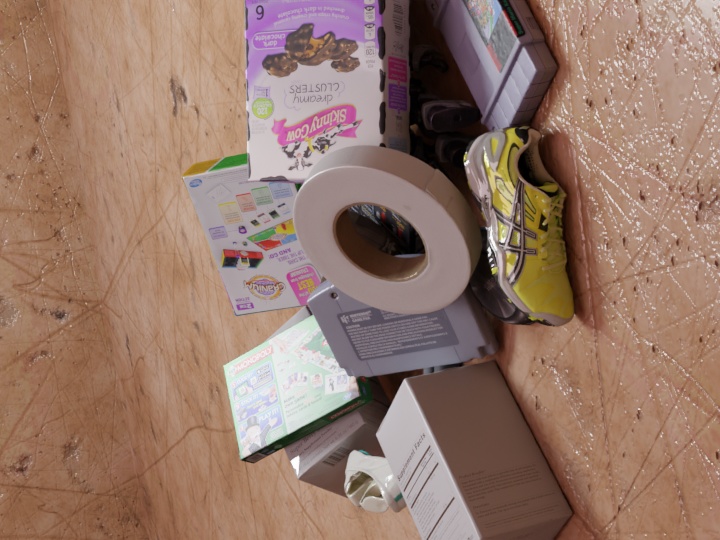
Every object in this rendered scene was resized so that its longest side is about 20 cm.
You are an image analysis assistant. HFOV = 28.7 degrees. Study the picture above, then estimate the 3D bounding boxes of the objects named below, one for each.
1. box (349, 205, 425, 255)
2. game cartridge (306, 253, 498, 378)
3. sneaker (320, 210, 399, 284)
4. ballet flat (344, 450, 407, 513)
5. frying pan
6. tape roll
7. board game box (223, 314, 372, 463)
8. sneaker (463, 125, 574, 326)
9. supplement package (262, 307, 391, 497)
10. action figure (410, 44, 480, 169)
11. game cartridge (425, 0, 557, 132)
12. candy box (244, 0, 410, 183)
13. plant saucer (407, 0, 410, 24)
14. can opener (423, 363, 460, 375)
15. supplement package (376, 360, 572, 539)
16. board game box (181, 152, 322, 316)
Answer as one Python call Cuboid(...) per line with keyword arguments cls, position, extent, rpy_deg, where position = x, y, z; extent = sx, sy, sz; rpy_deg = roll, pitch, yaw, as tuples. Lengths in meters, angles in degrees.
Cuboid(cls="box", position=(0.005, -0.111, 1.597), extent=(0.200, 0.050, 0.158), rpy_deg=(46, 165, 18))
Cuboid(cls="game cartridge", position=(0.044, 0.049, 1.567), extent=(0.198, 0.041, 0.134), rpy_deg=(-11, 121, 31))
Cuboid(cls="sneaker", position=(0.000, 0.000, 1.643), extent=(0.075, 0.071, 0.200), rpy_deg=(26, 162, 6))
Cuboid(cls="ballet flat", position=(0.016, 0.254, 1.671), extent=(0.200, 0.069, 0.070), rpy_deg=(167, 90, -69))
Cuboid(cls="frying pan", position=(0.130, -0.025, 1.451), extent=(0.114, 0.031, 0.192), rpy_deg=(3, 121, 59))
Cuboid(cls="tape roll", position=(0.027, -0.040, 1.445), extent=(0.200, 0.037, 0.204), rpy_deg=(17, 138, 16))
Cuboid(cls="board game box", position=(-0.082, 0.141, 1.775), extent=(0.199, 0.029, 0.136), rpy_deg=(-30, 57, 27))
Cuboid(cls="sneaker", position=(0.164, -0.043, 1.361), extent=(0.076, 0.075, 0.202), rpy_deg=(-23, 88, 46))
Cuboid(cls="supplement package", position=(-0.045, 0.172, 1.845), extent=(0.121, 0.119, 0.201), rpy_deg=(-41, 53, 15))
Cuboid(cls="action figure", position=(0.074, -0.170, 1.529), extent=(0.200, 0.069, 0.132), rpy_deg=(-133, 30, -58))
Cuboid(cls="game cartridge", position=(0.125, -0.239, 1.404), extent=(0.130, 0.038, 0.202), rpy_deg=(107, 145, -58))
Cuboid(cls="candy box", position=(-0.035, -0.194, 1.487), extent=(0.166, 0.071, 0.203), rpy_deg=(0, 92, 26))
Cuboid(cls="plant saucer", position=(0.010, -0.268, 1.576), extent=(0.201, 0.038, 0.204), rpy_deg=(-172, 90, -77))
Cuboid(cls="can opener", position=(0.085, 0.101, 1.650), extent=(0.053, 0.066, 0.202), rpy_deg=(-134, 33, -54))
Cuboid(cls="supplement package", position=(0.119, 0.220, 1.533), extent=(0.202, 0.120, 0.120), rpy_deg=(65, 150, 30))
Cuboid(cls="board game box", position=(-0.118, -0.047, 1.750), extent=(0.040, 0.151, 0.202), rpy_deg=(-57, -46, -56))
